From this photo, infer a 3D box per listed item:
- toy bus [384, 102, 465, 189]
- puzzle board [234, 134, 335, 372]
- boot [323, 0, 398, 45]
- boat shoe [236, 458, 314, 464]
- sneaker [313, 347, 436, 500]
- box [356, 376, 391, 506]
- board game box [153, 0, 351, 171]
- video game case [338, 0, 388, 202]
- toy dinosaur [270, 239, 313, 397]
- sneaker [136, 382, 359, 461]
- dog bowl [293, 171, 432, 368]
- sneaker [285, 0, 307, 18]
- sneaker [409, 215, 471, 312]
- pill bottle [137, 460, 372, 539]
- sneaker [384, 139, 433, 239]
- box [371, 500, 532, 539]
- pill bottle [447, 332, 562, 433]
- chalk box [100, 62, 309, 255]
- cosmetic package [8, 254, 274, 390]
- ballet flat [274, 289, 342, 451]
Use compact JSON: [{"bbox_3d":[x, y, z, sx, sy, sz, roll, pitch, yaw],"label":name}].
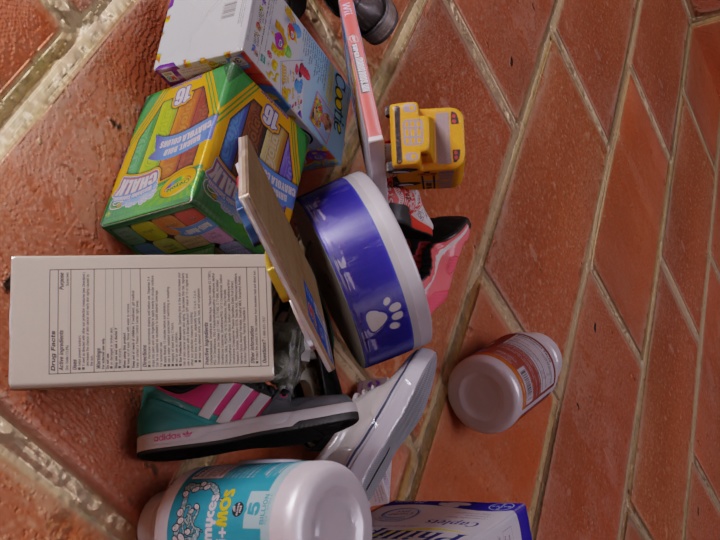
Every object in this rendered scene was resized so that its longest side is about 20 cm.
[{"bbox_3d":[0.069,-0.127,0.960,0.200,0.078,0.065,18,70,-84],"label":"toy bus"},{"bbox_3d":[-0.066,-0.020,0.744,0.200,0.017,0.151,-108,175,-69],"label":"puzzle board"},{"bbox_3d":[-0.048,-0.353,1.057,0.174,0.069,0.200,30,16,-39],"label":"boot"},{"bbox_3d":[-0.057,0.238,0.951,0.200,0.071,0.070,33,52,-55],"label":"boat shoe"},{"bbox_3d":[0.014,0.146,0.933,0.200,0.071,0.073,-51,151,-40],"label":"sneaker"},{"bbox_3d":[0.013,0.186,1.018,0.200,0.039,0.042,-81,157,-66],"label":"box"},{"bbox_3d":[-0.103,-0.194,0.936,0.200,0.103,0.105,45,45,-52],"label":"board game box"},{"bbox_3d":[0.004,-0.175,0.998,0.143,0.017,0.201,82,-3,-60],"label":"video game case"},{"bbox_3d":[-0.085,0.071,0.930,0.047,0.088,0.201,25,64,-38],"label":"toy dinosaur"},{"bbox_3d":[-0.107,0.101,0.839,0.084,0.199,0.121,103,-21,-68],"label":"sneaker"},{"bbox_3d":[0.000,0.000,0.983,0.200,0.079,0.201,158,-90,-81],"label":"dog bowl"},{"bbox_3d":[-0.103,-0.295,1.007,0.200,0.082,0.077,-36,111,-54],"label":"sneaker"},{"bbox_3d":[0.095,-0.002,1.245,0.200,0.074,0.087,-52,137,-43],"label":"sneaker"},{"bbox_3d":[-0.097,0.221,0.778,0.111,0.199,0.111,21,64,-51],"label":"pill bottle"},{"bbox_3d":[0.052,-0.099,1.140,0.201,0.067,0.108,18,72,-75],"label":"sneaker"},{"bbox_3d":[0.068,0.329,1.002,0.200,0.183,0.105,-9,90,-56],"label":"box"},{"bbox_3d":[0.217,0.153,1.325,0.200,0.112,0.113,-18,97,-56],"label":"pill bottle"},{"bbox_3d":[-0.145,-0.065,0.850,0.124,0.124,0.201,42,48,-42],"label":"chalk box"},{"bbox_3d":[-0.171,0.042,0.732,0.199,0.071,0.106,1,81,-12],"label":"cosmetic package"},{"bbox_3d":[-0.059,0.103,0.986,0.068,0.068,0.201,-23,100,-46],"label":"ballet flat"}]
